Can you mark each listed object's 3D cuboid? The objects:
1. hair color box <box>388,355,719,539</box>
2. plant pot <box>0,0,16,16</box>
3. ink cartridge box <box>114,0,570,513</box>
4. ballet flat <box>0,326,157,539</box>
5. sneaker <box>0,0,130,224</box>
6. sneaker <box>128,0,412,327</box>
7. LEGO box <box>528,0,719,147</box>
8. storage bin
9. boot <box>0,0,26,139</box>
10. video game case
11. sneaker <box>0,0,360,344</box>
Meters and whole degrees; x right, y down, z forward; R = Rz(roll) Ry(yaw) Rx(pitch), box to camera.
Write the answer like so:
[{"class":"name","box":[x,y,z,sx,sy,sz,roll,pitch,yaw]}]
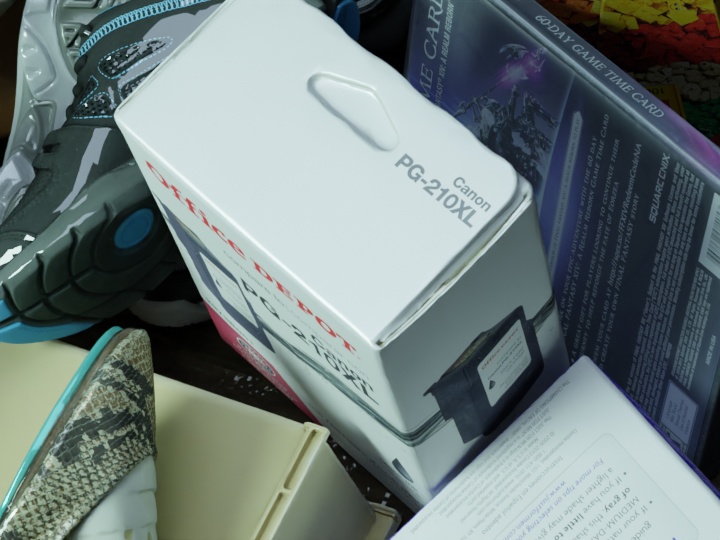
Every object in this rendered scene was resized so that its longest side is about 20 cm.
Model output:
[{"class":"hair color box","box":[0.113,0.140,0.897,0.109,0.065,0.200,-44,54,4]},{"class":"plant pot","box":[-0.253,-0.141,1.036,0.134,0.200,0.201,-46,49,28]},{"class":"ink cartridge box","box":[0.000,0.000,0.937,0.084,0.200,0.145,-44,65,-12]},{"class":"ballet flat","box":[-0.121,0.117,0.893,0.075,0.068,0.200,37,81,10]},{"class":"sneaker","box":[-0.119,-0.072,1.057,0.078,0.099,0.201,22,89,-7]},{"class":"sneaker","box":[-0.042,-0.071,1.058,0.200,0.114,0.075,-44,56,-11]},{"class":"LEGO box","box":[0.123,-0.169,1.044,0.077,0.149,0.201,-3,59,16]},{"class":"storage bin","box":[-0.123,0.135,0.970,0.199,0.094,0.199,17,66,26]},{"class":"boot","box":[-0.136,-0.086,1.133,0.155,0.077,0.201,20,82,2]},{"class":"video game case","box":[0.083,-0.026,0.977,0.019,0.143,0.200,-23,50,-29]},{"class":"sneaker","box":[-0.091,-0.055,0.981,0.082,0.073,0.200,40,79,24]}]
